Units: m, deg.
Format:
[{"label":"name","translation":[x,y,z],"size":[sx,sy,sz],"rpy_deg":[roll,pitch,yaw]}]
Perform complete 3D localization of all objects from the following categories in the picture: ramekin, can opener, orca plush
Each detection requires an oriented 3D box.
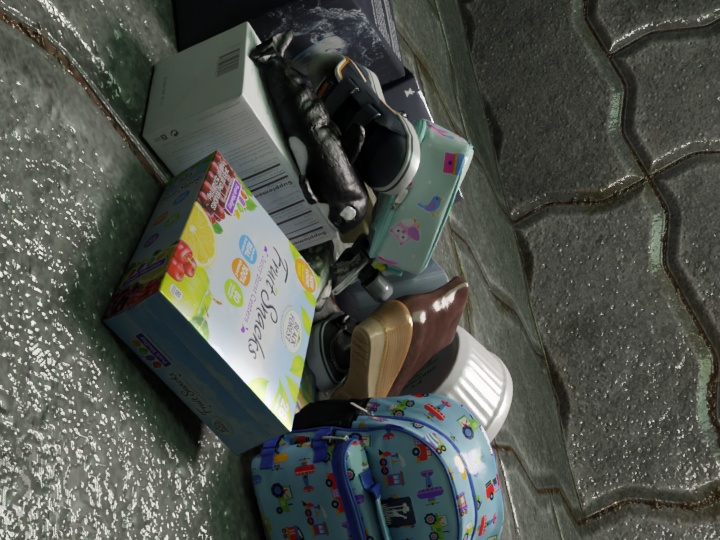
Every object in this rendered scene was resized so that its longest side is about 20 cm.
[{"label":"ramekin","translation":[0.081,0.152,1.135],"size":[0.095,0.200,0.204],"rpy_deg":[50,25,-24]},{"label":"can opener","translation":[0.000,0.000,1.057],"size":[0.067,0.052,0.200],"rpy_deg":[48,8,-8]},{"label":"orca plush","translation":[-0.028,-0.135,0.887],"size":[0.105,0.070,0.204],"rpy_deg":[-47,119,-70]}]

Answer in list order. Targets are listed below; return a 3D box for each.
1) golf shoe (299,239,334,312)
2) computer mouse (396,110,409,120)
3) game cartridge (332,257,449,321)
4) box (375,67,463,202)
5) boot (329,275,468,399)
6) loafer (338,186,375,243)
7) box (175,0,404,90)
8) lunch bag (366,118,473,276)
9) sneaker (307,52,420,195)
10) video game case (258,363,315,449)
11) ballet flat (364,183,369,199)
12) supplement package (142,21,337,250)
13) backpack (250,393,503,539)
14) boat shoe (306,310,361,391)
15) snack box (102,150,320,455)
[{"label":"golf shoe","translation":[-0.056,0.012,1.031],"size":[0.201,0.077,0.099],"rpy_deg":[-77,152,-60]},{"label":"computer mouse","translation":[-0.035,-0.155,1.072],"size":[0.198,0.139,0.047],"rpy_deg":[-11,100,-44]},{"label":"game cartridge","translation":[0.029,0.011,1.153],"size":[0.200,0.131,0.041],"rpy_deg":[-122,-164,-74]},{"label":"box","translation":[0.049,-0.197,1.388],"size":[0.200,0.116,0.199],"rpy_deg":[-114,179,-67]},{"label":"boot","translation":[0.049,0.112,1.035],"size":[0.165,0.072,0.203],"rpy_deg":[-21,135,-39]},{"label":"loafer","translation":[-0.024,-0.112,1.268],"size":[0.202,0.067,0.076],"rpy_deg":[-113,-177,-46]},{"label":"box","translation":[-0.077,-0.279,1.042],"size":[0.200,0.193,0.120],"rpy_deg":[38,38,-61]},{"label":"lunch bag","translation":[0.059,-0.081,1.019],"size":[0.200,0.076,0.163],"rpy_deg":[-75,-171,-80]},{"label":"sneaker","translation":[-0.006,-0.154,0.950],"size":[0.078,0.079,0.201],"rpy_deg":[20,28,-35]},{"label":"video game case","translation":[-0.096,0.101,0.903],"size":[0.145,0.017,0.201],"rpy_deg":[-88,155,-46]},{"label":"ballet flat","translation":[-0.026,-0.099,1.067],"size":[0.200,0.067,0.065],"rpy_deg":[-107,-170,-83]},{"label":"supplement package","translation":[-0.111,-0.118,0.918],"size":[0.201,0.108,0.115],"rpy_deg":[55,24,-44]},{"label":"backpack","translation":[0.022,0.208,0.836],"size":[0.134,0.196,0.187],"rpy_deg":[-20,100,-64]},{"label":"boat shoe","translation":[-0.012,0.080,1.102],"size":[0.200,0.070,0.073],"rpy_deg":[-54,124,-69]},{"label":"snack box","translation":[-0.115,0.023,0.793],"size":[0.169,0.067,0.202],"rpy_deg":[52,28,-27]}]
